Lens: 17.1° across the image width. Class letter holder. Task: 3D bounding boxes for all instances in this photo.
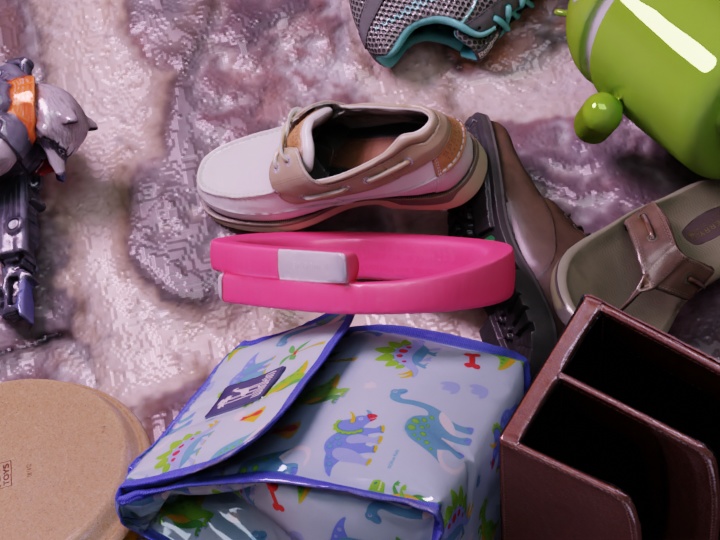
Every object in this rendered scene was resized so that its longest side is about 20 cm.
[{"bbox_3d":[0.161,0.128,1.330,0.141,0.200,0.101,26,65,17],"label":"letter holder"}]

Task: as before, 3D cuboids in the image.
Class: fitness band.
[{"bbox_3d":[0.000,0.000,1.438,0.199,0.143,0.038,6,98,44],"label":"fitness band"}]

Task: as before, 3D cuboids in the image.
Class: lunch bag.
[{"bbox_3d":[-0.019,0.109,1.375,0.199,0.128,0.170,10,31,20],"label":"lunch bag"}]

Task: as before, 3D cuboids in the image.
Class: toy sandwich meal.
[{"bbox_3d":[-0.211,0.150,1.415,0.204,0.071,0.206,-9,41,8],"label":"toy sandwich meal"}]

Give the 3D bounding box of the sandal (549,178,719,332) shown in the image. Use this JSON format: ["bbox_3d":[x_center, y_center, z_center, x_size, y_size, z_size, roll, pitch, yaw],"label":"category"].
[{"bbox_3d":[0.185,-0.012,1.453,0.080,0.057,0.201,47,50,7],"label":"sandal"}]

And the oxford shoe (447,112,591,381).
[{"bbox_3d":[0.107,-0.013,1.500,0.084,0.073,0.201,-1,56,-23],"label":"oxford shoe"}]

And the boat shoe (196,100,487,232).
[{"bbox_3d":[-0.022,-0.074,1.502,0.199,0.068,0.075,-7,58,27],"label":"boat shoe"}]

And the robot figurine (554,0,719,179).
[{"bbox_3d":[0.211,-0.138,1.519,0.175,0.116,0.200,-44,56,-1],"label":"robot figurine"}]

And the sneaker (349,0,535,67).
[{"bbox_3d":[0.085,-0.184,1.597,0.198,0.078,0.092,-11,76,2],"label":"sneaker"}]

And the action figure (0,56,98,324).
[{"bbox_3d":[-0.261,-0.061,1.528,0.192,0.105,0.201,-18,58,5],"label":"action figure"}]
